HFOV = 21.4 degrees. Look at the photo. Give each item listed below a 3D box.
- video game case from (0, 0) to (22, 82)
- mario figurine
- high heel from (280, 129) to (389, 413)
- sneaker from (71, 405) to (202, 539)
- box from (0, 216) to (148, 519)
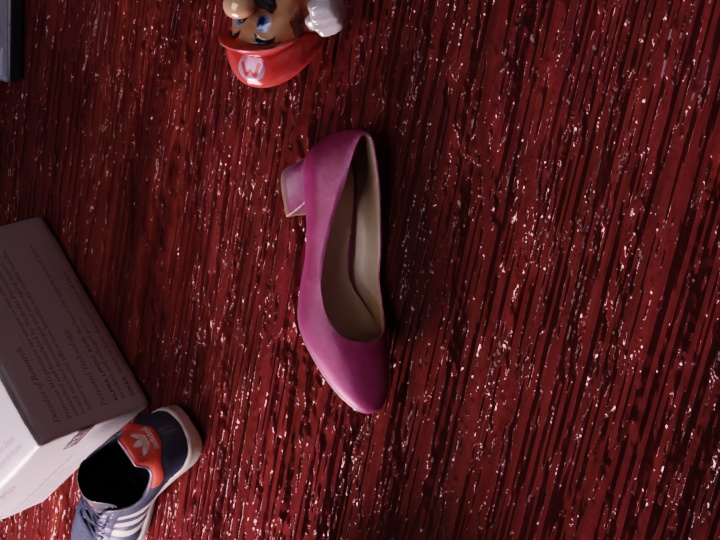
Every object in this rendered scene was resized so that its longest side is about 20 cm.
[{"bbox_3d":[-0.366,-0.255,1.660,0.199,0.019,0.144,19,114,35],"label":"video game case"},{"bbox_3d":[-0.066,-0.229,1.346,0.123,0.105,0.201,-140,55,-68],"label":"mario figurine"},{"bbox_3d":[0.000,0.000,1.386,0.096,0.067,0.201,-25,73,52],"label":"high heel"},{"bbox_3d":[-0.214,0.190,1.611,0.075,0.084,0.200,49,129,19],"label":"sneaker"},{"bbox_3d":[-0.321,0.095,1.646,0.199,0.130,0.201,-41,75,40],"label":"box"}]
